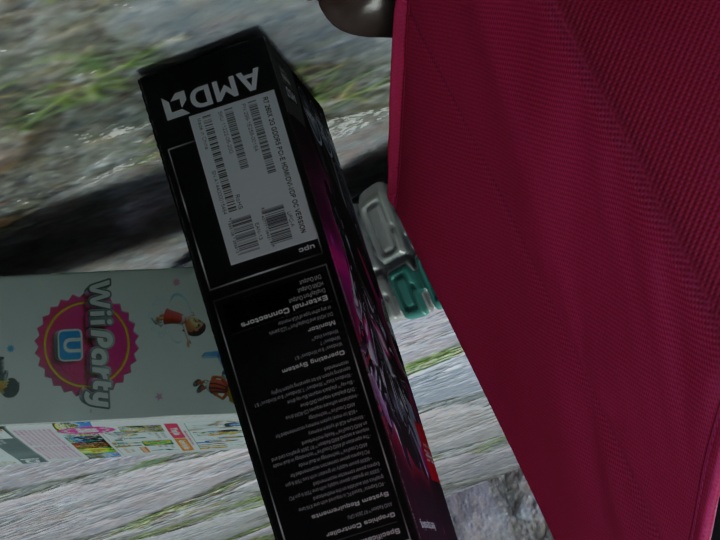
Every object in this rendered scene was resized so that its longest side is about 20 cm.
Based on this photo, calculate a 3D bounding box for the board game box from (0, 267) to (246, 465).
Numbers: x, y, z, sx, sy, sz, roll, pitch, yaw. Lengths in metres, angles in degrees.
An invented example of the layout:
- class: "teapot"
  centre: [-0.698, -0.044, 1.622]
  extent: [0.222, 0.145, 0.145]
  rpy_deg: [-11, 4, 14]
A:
- class: "board game box"
  centre: [-0.118, 0.042, 0.965]
  extent: [0.200, 0.064, 0.148]
  rpy_deg: [-2, 171, -2]

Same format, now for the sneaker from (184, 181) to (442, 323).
- class: "sneaker"
  centre: [0.000, 0.000, 1.077]
  extent: [0.200, 0.078, 0.091]
  rpy_deg: [-18, -174, 40]

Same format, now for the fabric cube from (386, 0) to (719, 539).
- class: "fabric cube"
  centre: [0.130, -0.025, 0.601]
  extent: [0.196, 0.199, 0.200]
  rpy_deg: [-18, 147, -12]

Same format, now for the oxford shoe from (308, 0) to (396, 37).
- class: "oxford shoe"
  centre: [0.067, -0.083, 0.713]
  extent: [0.200, 0.073, 0.071]
  rpy_deg: [-10, 167, -42]

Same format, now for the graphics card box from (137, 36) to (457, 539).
- class: "graphics card box"
  centre: [-0.016, 0.029, 0.809]
  extent: [0.051, 0.200, 0.125]
  rpy_deg: [-19, 170, 6]
